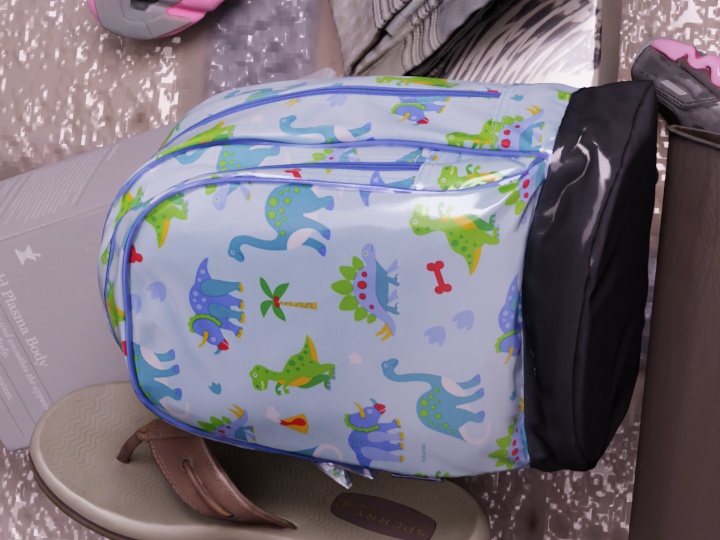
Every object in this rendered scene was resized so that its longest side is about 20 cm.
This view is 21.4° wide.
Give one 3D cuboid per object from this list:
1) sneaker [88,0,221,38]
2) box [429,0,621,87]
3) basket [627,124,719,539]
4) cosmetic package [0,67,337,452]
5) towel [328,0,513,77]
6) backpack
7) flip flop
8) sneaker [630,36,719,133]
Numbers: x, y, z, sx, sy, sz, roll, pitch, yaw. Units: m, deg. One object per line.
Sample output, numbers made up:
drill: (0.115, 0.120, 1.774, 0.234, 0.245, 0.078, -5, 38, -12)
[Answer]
sneaker: (-0.081, -0.210, 0.916, 0.078, 0.095, 0.201, 17, 108, -26)
box: (0.074, -0.074, 0.864, 0.081, 0.068, 0.202, 1, 83, 14)
basket: (0.178, 0.064, 0.734, 0.179, 0.136, 0.202, 16, 99, 3)
cosmetic package: (-0.086, -0.003, 0.856, 0.199, 0.090, 0.107, -17, 114, 21)
towel: (0.030, -0.193, 0.836, 0.192, 0.034, 0.201, -41, 54, 40)
backpack: (0.000, 0.000, 0.729, 0.199, 0.154, 0.164, 17, 125, 21)
flip flop: (-0.042, 0.082, 0.780, 0.198, 0.058, 0.081, 15, 50, 19)
sneaker: (0.177, -0.015, 0.836, 0.095, 0.079, 0.200, -45, 74, 16)
